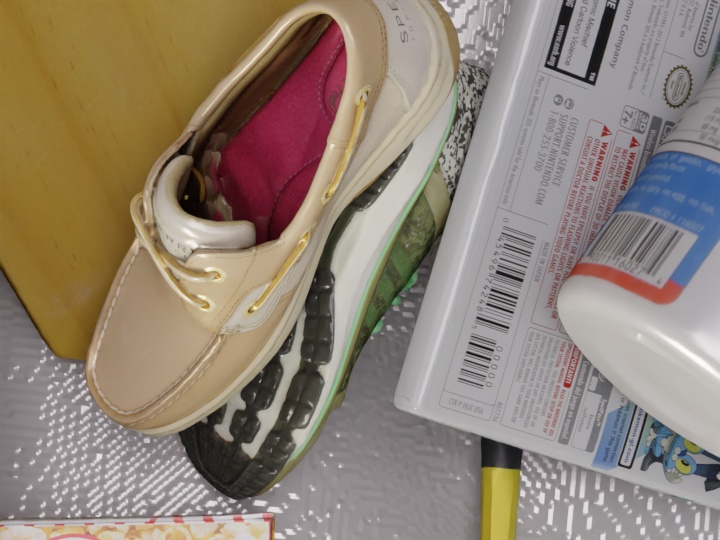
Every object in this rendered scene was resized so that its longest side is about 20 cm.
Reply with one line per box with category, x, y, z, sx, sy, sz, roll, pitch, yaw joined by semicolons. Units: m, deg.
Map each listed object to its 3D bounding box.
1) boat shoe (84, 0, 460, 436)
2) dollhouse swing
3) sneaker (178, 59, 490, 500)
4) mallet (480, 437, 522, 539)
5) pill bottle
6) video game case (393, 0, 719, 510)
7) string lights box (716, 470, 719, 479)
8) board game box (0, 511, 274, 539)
boat shoe;-0.047;-0.023;1.035;0.074;0.069;0.200;44;113;23
dollhouse swing;-0.103;-0.100;1.123;0.200;0.176;0.182;-34;48;-8
sneaker;0.000;0.000;1.101;0.077;0.088;0.201;38;110;34
mallet;0.044;0.083;1.123;0.065;0.041;0.201;-2;81;-10
pill bottle;0.169;-0.035;1.057;0.112;0.112;0.200;38;78;-2
video game case;0.119;-0.020;1.108;0.182;0.022;0.201;18;86;-26
string lights box;0.246;0.101;1.114;0.200;0.059;0.103;40;80;-11
board game box;-0.105;0.191;1.088;0.151;0.046;0.201;0;85;-6
